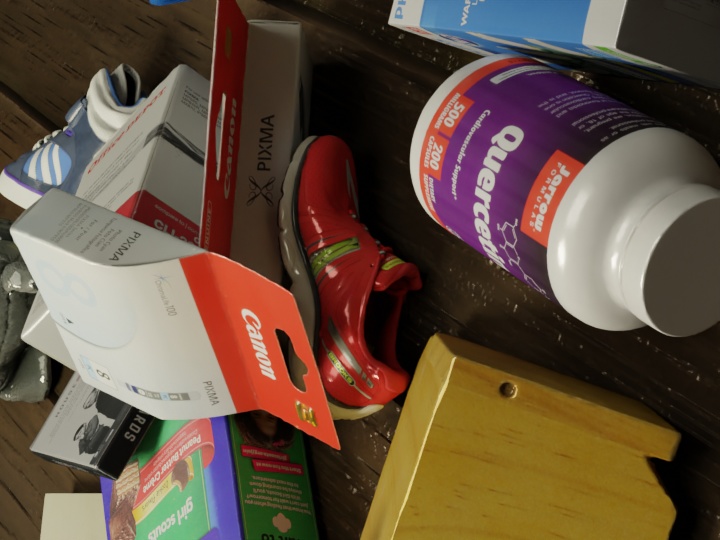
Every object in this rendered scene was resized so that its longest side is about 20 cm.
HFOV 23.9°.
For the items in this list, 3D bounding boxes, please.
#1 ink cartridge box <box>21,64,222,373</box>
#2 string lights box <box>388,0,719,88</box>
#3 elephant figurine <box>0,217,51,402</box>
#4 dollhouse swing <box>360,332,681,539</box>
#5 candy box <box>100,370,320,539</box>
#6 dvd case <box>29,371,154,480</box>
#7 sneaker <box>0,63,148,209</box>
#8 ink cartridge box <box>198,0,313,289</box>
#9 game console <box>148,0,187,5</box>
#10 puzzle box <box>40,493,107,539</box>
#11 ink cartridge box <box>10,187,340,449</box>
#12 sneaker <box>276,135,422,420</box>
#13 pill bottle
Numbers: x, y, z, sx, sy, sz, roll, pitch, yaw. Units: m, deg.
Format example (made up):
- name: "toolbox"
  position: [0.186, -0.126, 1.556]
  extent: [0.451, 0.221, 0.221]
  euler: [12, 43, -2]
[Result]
- name: "ink cartridge box"
  position: [-0.157, -0.034, 1.253]
  extent: [0.144, 0.084, 0.200]
  euler: [-41, 26, 36]
- name: "string lights box"
  position: [0.118, -0.150, 0.970]
  extent: [0.200, 0.103, 0.059]
  euler: [17, 94, 54]
- name: "elephant figurine"
  position: [-0.329, 0.063, 1.502]
  extent: [0.141, 0.155, 0.200]
  euler: [14, 106, 11]
- name: "dollhouse swing"
  position: [0.083, 0.150, 0.990]
  extent: [0.181, 0.176, 0.200]
  euler: [19, 96, 12]
- name: "candy box"
  position: [-0.106, 0.188, 1.189]
  extent: [0.169, 0.077, 0.200]
  euler: [-40, 50, 39]
- name: "dvd case"
  position: [-0.181, 0.082, 1.286]
  extent: [0.150, 0.025, 0.200]
  euler: [-61, 19, -14]
- name: "sneaker"
  position: [-0.229, -0.108, 1.447]
  extent: [0.200, 0.080, 0.147]
  euler: [26, 92, 57]
- name: "ink cartridge box"
  position: [-0.068, -0.075, 1.157]
  extent: [0.176, 0.045, 0.200]
  euler: [67, -154, -78]
- name: "game console"
  position: [-0.076, -0.305, 1.266]
  extent: [0.200, 0.171, 0.118]
  euler: [-38, 79, 41]
- name: "puzzle box"
  position: [-0.222, 0.279, 1.361]
  extent: [0.133, 0.025, 0.200]
  euler: [-8, 74, 51]
- name: "ink cartridge box"
  position: [-0.116, 0.044, 1.080]
  extent: [0.200, 0.160, 0.047]
  euler: [23, 57, 30]
- name: "sneaker"
  position: [0.000, 0.000, 1.128]
  extent: [0.085, 0.077, 0.200]
  euler: [-17, 67, 28]
- name: "pill bottle"
  position: [0.120, -0.040, 0.928]
  extent: [0.200, 0.112, 0.113]
  euler: [37, 110, 51]
